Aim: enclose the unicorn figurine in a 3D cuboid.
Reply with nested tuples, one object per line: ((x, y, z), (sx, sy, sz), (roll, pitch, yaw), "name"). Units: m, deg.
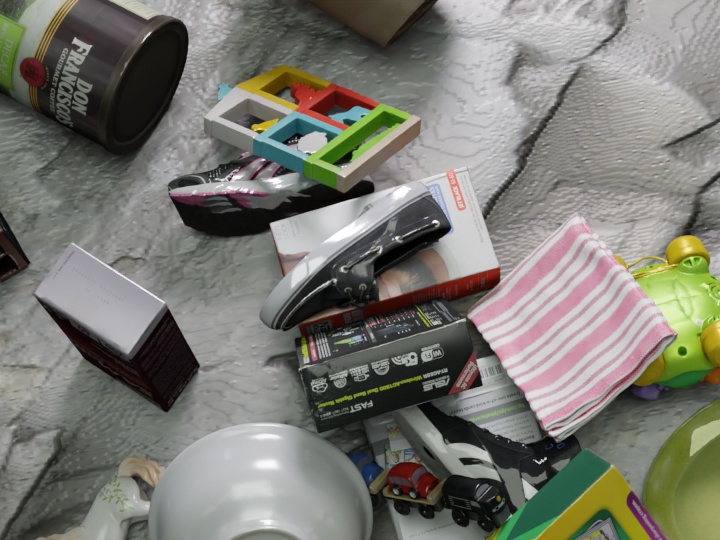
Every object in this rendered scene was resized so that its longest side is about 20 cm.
((-0.240, 0.255, 1.581), (0.137, 0.074, 0.200), (31, 59, 14), "unicorn figurine")

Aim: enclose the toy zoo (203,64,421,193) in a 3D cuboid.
((-0.059, -0.146, 1.681), (0.200, 0.021, 0.131), (25, 43, 27), "toy zoo")

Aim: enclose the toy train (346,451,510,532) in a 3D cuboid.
((0.046, 0.192, 1.521), (0.200, 0.046, 0.034), (5, 35, 42), "toy train")

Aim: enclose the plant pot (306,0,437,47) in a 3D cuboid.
((0.005, -0.324, 1.714), (0.200, 0.200, 0.174), (-44, 89, -11), "plant pot")

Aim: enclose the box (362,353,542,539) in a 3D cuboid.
((0.097, 0.190, 1.592), (0.155, 0.041, 0.201), (-17, 69, -2), "box")

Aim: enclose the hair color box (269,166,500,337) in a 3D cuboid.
((0.024, -0.015, 1.657), (0.199, 0.064, 0.111), (-17, 71, -1), "hair color box")

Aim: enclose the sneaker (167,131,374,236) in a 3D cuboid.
((-0.090, -0.093, 1.695), (0.199, 0.080, 0.087), (-6, 58, -7), "sneaker")

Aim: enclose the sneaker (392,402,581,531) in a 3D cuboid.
((0.129, 0.162, 1.547), (0.112, 0.073, 0.200), (-41, 81, -14), "sneaker")

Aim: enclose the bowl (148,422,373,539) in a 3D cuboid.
((-0.085, 0.241, 1.501), (0.200, 0.090, 0.202), (-2, 115, -4), "bowl")

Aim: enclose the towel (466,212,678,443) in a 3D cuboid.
((0.185, 0.047, 1.556), (0.146, 0.030, 0.200), (-43, 41, 10), "towel")

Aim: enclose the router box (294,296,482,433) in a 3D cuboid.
((0.020, 0.081, 1.546), (0.149, 0.200, 0.062), (-15, 96, -1), "router box")

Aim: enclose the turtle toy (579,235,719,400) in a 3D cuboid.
((0.261, 0.061, 1.594), (0.199, 0.101, 0.146), (-14, 47, 1), "turtle toy")

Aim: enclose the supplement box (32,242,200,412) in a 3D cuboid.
((-0.218, 0.055, 1.574), (0.109, 0.200, 0.061), (32, 77, 14), "supplement box")

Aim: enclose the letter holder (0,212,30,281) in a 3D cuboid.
((-0.441, -0.064, 1.685), (0.142, 0.101, 0.200), (-31, 72, -5), "letter holder")

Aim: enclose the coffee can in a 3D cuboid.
((-0.292, -0.223, 1.706), (0.200, 0.146, 0.147), (27, 74, 13), "coffee can")

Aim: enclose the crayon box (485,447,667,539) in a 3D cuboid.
((0.193, 0.286, 1.486), (0.172, 0.058, 0.200), (-40, 113, -10), "crayon box")

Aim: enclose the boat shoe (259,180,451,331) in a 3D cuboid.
((0.000, 0.000, 1.590), (0.200, 0.070, 0.066), (-37, 73, -16), "boat shoe")

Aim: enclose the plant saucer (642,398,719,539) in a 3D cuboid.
((0.348, 0.184, 1.531), (0.200, 0.031, 0.200), (-27, 31, 18), "plant saucer")
